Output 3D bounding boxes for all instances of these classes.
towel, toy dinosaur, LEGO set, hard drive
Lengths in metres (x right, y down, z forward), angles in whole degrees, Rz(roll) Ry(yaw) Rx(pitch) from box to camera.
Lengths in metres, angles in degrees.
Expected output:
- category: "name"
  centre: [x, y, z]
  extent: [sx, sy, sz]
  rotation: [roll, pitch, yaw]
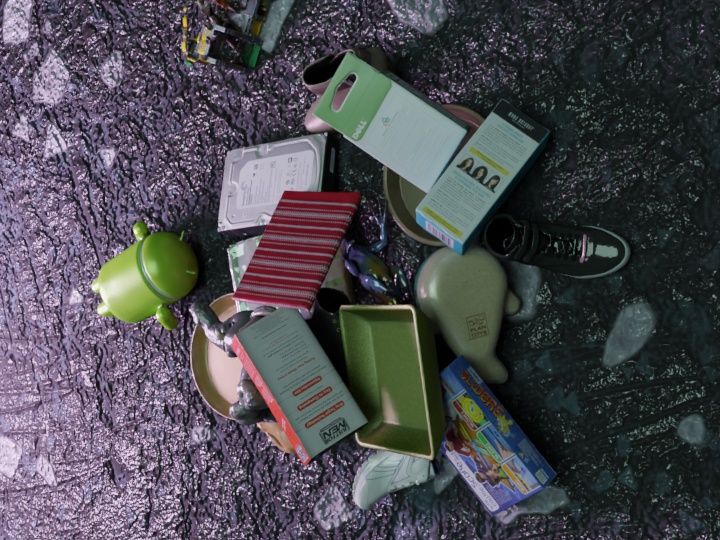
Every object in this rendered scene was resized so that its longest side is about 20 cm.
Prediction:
- category: "towel"
  centre: [-0.088, -0.033, 1.593]
  extent: [0.143, 0.023, 0.202]
  rotation: [4, 58, 35]
- category: "towel"
  centre: [-0.107, 0.008, 1.726]
  extent: [0.197, 0.031, 0.152]
  rotation: [-15, 79, 21]
- category: "toy dinosaur"
  centre: [0.000, 0.000, 1.627]
  extent: [0.180, 0.104, 0.203]
  rotation: [22, 118, 46]
- category: "LEGO set"
  centre: [-0.228, -0.407, 1.771]
  extent: [0.153, 0.115, 0.202]
  rotation: [33, 106, 28]
- category: "hard drive"
  centre: [-0.130, -0.132, 1.732]
  extent: [0.198, 0.038, 0.142]
  rotation: [-6, 70, 33]

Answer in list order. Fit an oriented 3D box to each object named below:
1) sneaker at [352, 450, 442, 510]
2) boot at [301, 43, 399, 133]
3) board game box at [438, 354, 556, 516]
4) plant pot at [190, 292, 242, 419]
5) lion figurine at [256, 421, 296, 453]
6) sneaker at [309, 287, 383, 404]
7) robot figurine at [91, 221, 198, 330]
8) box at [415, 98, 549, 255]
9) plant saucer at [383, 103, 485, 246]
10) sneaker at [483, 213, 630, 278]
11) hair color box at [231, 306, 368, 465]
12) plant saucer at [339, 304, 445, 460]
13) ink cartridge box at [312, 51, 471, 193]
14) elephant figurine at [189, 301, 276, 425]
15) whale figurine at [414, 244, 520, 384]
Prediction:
- category: "sneaker"
  centre: [0.062, 0.281, 1.605]
  extent: [0.087, 0.074, 0.201]
  rotation: [47, 113, 19]
- category: "boot"
  centre: [-0.039, -0.267, 1.632]
  extent: [0.199, 0.146, 0.071]
  rotation: [-30, 73, 28]
- category: "board game box"
  centre: [0.157, 0.225, 1.503]
  extent: [0.201, 0.034, 0.135]
  rotation: [52, 144, 5]
- category: "plant pot"
  centre: [-0.190, 0.137, 1.791]
  extent: [0.198, 0.027, 0.204]
  rotation: [0, 90, 32]
- category: "lion figurine"
  centre: [-0.076, 0.223, 1.696]
  extent: [0.200, 0.072, 0.123]
  rotation: [-48, 64, 29]
- category: "sneaker"
  centre: [-0.004, 0.114, 1.620]
  extent: [0.199, 0.075, 0.107]
  rotation: [33, 139, 27]
- category: "robot figurine"
  centre: [-0.351, 0.012, 1.842]
  extent: [0.199, 0.115, 0.178]
  rotation: [-28, 70, 28]
- category: "box"
  centre: [0.164, -0.126, 1.498]
  extent: [0.082, 0.049, 0.201]
  rotation: [36, 78, 14]
- category: "plant saucer"
  centre: [0.122, -0.136, 1.598]
  extent: [0.198, 0.029, 0.204]
  rotation: [-1, 88, 32]
- category: "sneaker"
  centre: [0.250, -0.031, 1.474]
  extent: [0.198, 0.099, 0.072]
  rotation: [9, 92, 31]
- category: "hair color box"
  centre: [-0.086, 0.156, 1.548]
  extent: [0.201, 0.101, 0.061]
  rotation: [57, 159, 11]
- category: "plant saucer"
  centre: [0.050, 0.143, 1.515]
  extent: [0.199, 0.047, 0.203]
  rotation: [-3, 95, 59]
- category: "ink cartridge box"
  centre: [0.045, -0.208, 1.554]
  extent: [0.199, 0.059, 0.105]
  rotation: [34, 107, 2]
- category: "elephant figurine"
  centre: [-0.149, 0.114, 1.648]
  extent: [0.142, 0.153, 0.203]
  rotation: [-45, 52, 52]
- category: "whale figurine"
  centre: [0.144, 0.063, 1.542]
  extent: [0.157, 0.104, 0.203]
  rotation: [-16, 95, -13]
